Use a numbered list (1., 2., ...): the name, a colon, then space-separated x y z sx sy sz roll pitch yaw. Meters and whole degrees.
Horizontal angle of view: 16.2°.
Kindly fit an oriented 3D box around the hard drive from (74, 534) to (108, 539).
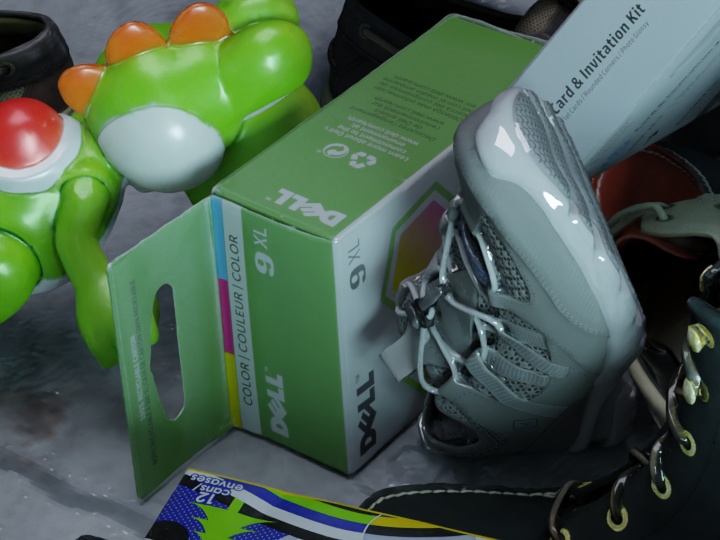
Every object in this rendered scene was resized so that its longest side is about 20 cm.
1. hard drive: 0.024 0.130 0.649 0.199 0.140 0.033 25 85 16

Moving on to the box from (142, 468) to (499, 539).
1. box: 0.026 0.125 0.768 0.199 0.070 0.064 12 39 18

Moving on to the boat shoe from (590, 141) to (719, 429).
1. boat shoe: 0.116 0.008 0.907 0.062 0.071 0.200 32 23 -29

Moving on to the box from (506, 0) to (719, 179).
1. box: 0.139 -0.109 0.898 0.041 0.156 0.200 46 32 9

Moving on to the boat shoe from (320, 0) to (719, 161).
1. boat shoe: 0.074 -0.072 1.031 0.199 0.074 0.075 11 38 17

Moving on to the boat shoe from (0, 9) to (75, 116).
1. boat shoe: -0.215 -0.087 1.073 0.198 0.065 0.073 0 38 4

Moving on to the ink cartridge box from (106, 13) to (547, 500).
1. ink cartridge box: 0.000 0.000 0.911 0.059 0.104 0.200 22 43 31

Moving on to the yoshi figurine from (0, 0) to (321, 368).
1. yoshi figurine: -0.091 -0.024 0.938 0.199 0.113 0.112 -31 -6 14

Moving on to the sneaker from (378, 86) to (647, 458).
1. sneaker: 0.046 0.017 0.829 0.081 0.200 0.075 -18 58 -2

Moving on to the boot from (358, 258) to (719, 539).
1. boot: 0.092 0.057 0.784 0.202 0.155 0.074 8 39 12
